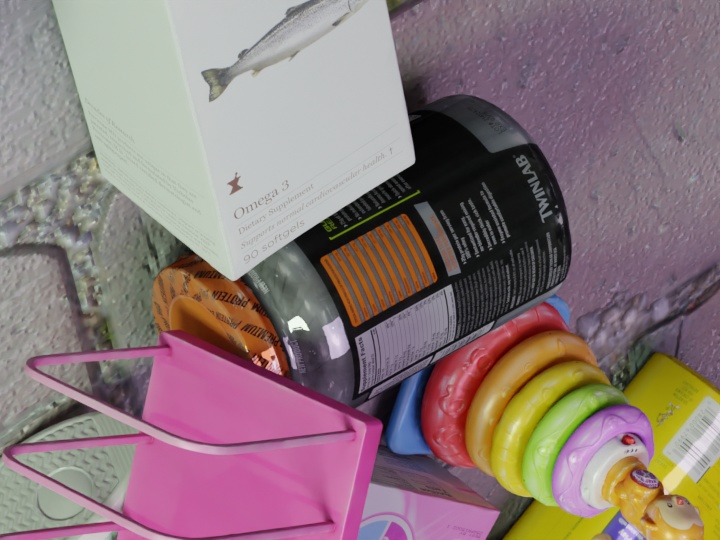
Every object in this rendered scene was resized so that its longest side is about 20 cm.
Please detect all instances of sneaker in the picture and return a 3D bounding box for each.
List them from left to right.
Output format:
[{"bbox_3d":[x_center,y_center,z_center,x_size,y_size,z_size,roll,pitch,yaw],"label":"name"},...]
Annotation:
[{"bbox_3d":[-0.165,0.167,1.529,0.200,0.074,0.118,-49,146,-5],"label":"sneaker"}]

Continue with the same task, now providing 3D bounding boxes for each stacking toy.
[{"bbox_3d":[0.119,0.097,1.647,0.116,0.200,0.110,2,117,-44],"label":"stacking toy"}]

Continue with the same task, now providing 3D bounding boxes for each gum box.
[{"bbox_3d":[-0.019,0.156,1.661,0.200,0.066,0.114,17,105,-48],"label":"gum box"}]

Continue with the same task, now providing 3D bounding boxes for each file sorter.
[{"bbox_3d":[-0.100,0.147,1.399,0.125,0.139,0.200,-3,110,-50],"label":"file sorter"}]

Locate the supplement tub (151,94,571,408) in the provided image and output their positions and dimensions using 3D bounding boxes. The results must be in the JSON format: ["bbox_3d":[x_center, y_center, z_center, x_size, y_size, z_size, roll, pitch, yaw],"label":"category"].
[{"bbox_3d":[0.000,0.000,1.520,0.200,0.122,0.123,-27,135,-27],"label":"supplement tub"}]

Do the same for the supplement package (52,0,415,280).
[{"bbox_3d":[-0.065,-0.120,1.372,0.117,0.117,0.200,-33,137,-21],"label":"supplement package"}]

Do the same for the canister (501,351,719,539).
[{"bbox_3d":[0.165,0.165,1.834,0.200,0.087,0.149,-50,141,-5],"label":"canister"}]
